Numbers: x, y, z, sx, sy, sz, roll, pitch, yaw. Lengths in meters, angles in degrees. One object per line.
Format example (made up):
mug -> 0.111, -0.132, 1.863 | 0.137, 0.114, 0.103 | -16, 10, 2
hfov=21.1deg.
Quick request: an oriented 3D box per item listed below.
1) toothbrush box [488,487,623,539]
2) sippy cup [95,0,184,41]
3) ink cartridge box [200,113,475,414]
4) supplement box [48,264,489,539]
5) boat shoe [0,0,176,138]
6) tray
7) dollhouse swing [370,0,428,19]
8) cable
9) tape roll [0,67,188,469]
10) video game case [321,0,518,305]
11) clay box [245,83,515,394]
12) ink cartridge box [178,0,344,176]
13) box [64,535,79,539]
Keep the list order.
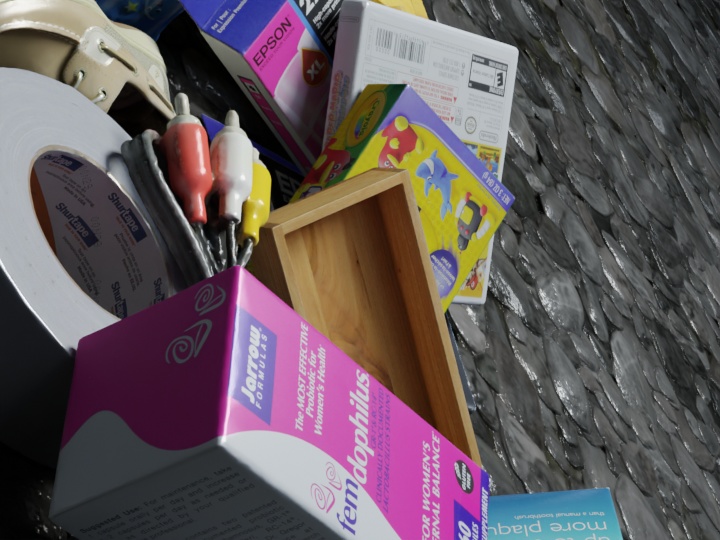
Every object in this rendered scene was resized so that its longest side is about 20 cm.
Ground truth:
toothbrush box -> 0.075, 0.208, 1.018 | 0.200, 0.146, 0.085 | -93, 179, -60
sippy cup -> -0.136, -0.217, 1.208 | 0.140, 0.130, 0.178 | 52, 22, -15
ink cartridge box -> -0.013, -0.005, 1.308 | 0.198, 0.043, 0.200 | 27, 37, -50
supplement box -> -0.035, 0.103, 0.889 | 0.200, 0.103, 0.101 | 40, 38, -36
boat shoe -> -0.162, -0.109, 1.092 | 0.065, 0.072, 0.200 | 64, 17, 17
tray -> 0.004, 0.051, 1.122 | 0.099, 0.037, 0.200 | -25, 110, -32
dollhouse swing -> -0.060, -0.211, 1.338 | 0.176, 0.182, 0.200 | 17, 45, -42
cable -> -0.071, -0.007, 0.998 | 0.097, 0.050, 0.200 | 33, 31, -46
tape roll -> -0.153, -0.002, 0.974 | 0.200, 0.066, 0.200 | 47, 24, -28
video game case -> 0.037, -0.071, 1.269 | 0.200, 0.023, 0.182 | 6, 92, -57
clay box -> 0.000, 0.000, 1.165 | 0.115, 0.048, 0.200 | 43, 68, -31
ink cartridge box -> -0.033, -0.139, 1.215 | 0.037, 0.095, 0.200 | 22, -21, 41
box -> -0.067, 0.227, 0.876 | 0.200, 0.048, 0.159 | 39, 30, -40
